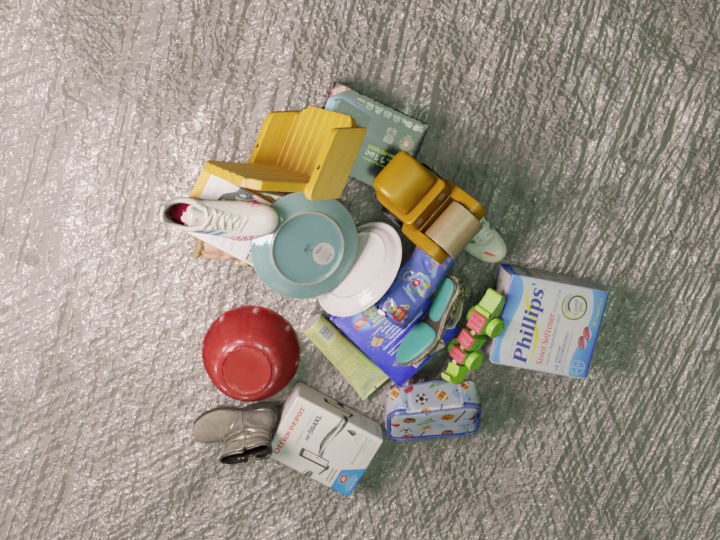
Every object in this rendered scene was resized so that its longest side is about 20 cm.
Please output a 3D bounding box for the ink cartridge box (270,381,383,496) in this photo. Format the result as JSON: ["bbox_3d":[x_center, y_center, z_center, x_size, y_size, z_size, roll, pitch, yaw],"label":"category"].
[{"bbox_3d":[-0.076,0.342,1.484,0.199,0.084,0.146,28,100,-9],"label":"ink cartridge box"}]

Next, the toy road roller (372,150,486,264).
[{"bbox_3d":[0.107,-0.121,1.277,0.123,0.200,0.146,-48,144,2],"label":"toy road roller"}]

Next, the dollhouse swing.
[{"bbox_3d":[-0.138,-0.216,1.248,0.175,0.200,0.182,18,95,-45],"label":"dollhouse swing"}]

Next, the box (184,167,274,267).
[{"bbox_3d":[-0.215,-0.087,1.306,0.199,0.041,0.119,28,100,-10],"label":"box"}]

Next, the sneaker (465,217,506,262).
[{"bbox_3d":[0.209,-0.084,1.401,0.070,0.093,0.200,-42,101,6],"label":"sneaker"}]

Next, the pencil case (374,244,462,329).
[{"bbox_3d":[0.103,0.013,1.355,0.087,0.078,0.200,38,86,-3],"label":"pencil case"}]

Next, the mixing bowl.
[{"bbox_3d":[-0.219,0.178,1.430,0.199,0.108,0.201,-1,101,-3],"label":"mixing bowl"}]

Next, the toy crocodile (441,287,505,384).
[{"bbox_3d":[0.214,0.127,1.393,0.062,0.067,0.201,5,118,-48],"label":"toy crocodile"}]

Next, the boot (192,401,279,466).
[{"bbox_3d":[-0.257,0.328,1.433,0.199,0.131,0.068,-16,117,15],"label":"boot"}]

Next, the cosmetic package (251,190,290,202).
[{"bbox_3d":[-0.153,-0.107,1.374,0.199,0.103,0.088,11,103,-4],"label":"cosmetic package"}]

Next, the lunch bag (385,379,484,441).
[{"bbox_3d":[0.148,0.287,1.461,0.199,0.076,0.161,-3,143,-1],"label":"lunch bag"}]

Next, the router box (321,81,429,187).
[{"bbox_3d":[0.010,-0.245,1.371,0.199,0.062,0.150,23,101,-7],"label":"router box"}]

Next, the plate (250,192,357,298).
[{"bbox_3d":[-0.096,-0.041,1.301,0.199,0.026,0.201,-6,108,-18],"label":"plate"}]

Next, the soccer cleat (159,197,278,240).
[{"bbox_3d":[-0.241,-0.085,1.230,0.199,0.086,0.070,4,98,5],"label":"soccer cleat"}]

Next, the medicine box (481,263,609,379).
[{"bbox_3d":[0.360,0.099,1.444,0.199,0.103,0.183,10,102,-6],"label":"medicine box"}]

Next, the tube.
[{"bbox_3d":[-0.033,0.173,1.471,0.200,0.052,0.058,46,138,-14],"label":"tube"}]

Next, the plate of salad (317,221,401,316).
[{"bbox_3d":[0.000,0.000,1.373,0.200,0.200,0.048,-45,132,7],"label":"plate of salad"}]

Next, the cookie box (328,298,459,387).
[{"bbox_3d":[0.064,0.100,1.441,0.171,0.075,0.200,-44,101,3],"label":"cookie box"}]

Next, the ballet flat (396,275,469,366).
[{"bbox_3d":[0.147,0.104,1.381,0.075,0.068,0.200,21,104,-40],"label":"ballet flat"}]

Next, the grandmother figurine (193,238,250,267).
[{"bbox_3d":[-0.211,-0.039,1.392,0.199,0.121,0.061,7,76,-19],"label":"grandmother figurine"}]
